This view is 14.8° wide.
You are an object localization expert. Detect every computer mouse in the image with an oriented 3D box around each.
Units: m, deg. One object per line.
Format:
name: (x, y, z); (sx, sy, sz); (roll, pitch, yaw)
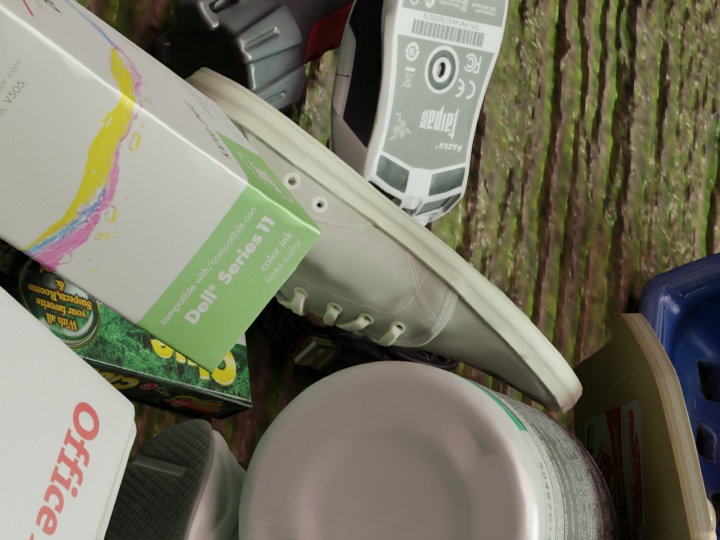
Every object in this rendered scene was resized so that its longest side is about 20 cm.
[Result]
computer mouse: (0.014, -0.053, 1.156); (0.109, 0.044, 0.202); (8, 96, -45)

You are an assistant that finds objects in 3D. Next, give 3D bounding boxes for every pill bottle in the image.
pill bottle: (0.035, 0.100, 1.050); (0.200, 0.112, 0.114); (25, 49, -71)

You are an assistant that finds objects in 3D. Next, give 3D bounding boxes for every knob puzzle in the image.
knob puzzle: (0.123, 0.116, 1.124); (0.030, 0.220, 0.221); (0, 65, -7)

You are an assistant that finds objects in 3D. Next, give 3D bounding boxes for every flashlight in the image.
flashlight: (-0.010, -0.106, 1.195); (0.068, 0.068, 0.200); (41, 38, 10)

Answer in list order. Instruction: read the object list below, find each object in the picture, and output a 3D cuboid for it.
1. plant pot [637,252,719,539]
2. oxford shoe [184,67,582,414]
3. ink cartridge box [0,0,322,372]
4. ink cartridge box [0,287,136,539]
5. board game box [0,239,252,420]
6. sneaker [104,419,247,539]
plant pot: (0.252, 0.104, 1.310); (0.180, 0.199, 0.201); (45, 40, -38)
oxford shoe: (0.000, 0.000, 1.082); (0.199, 0.075, 0.058); (36, 84, -12)
ink cartridge box: (-0.118, -0.060, 0.941); (0.200, 0.067, 0.117); (35, 9, -36)
ink cartridge box: (-0.178, 0.051, 0.867); (0.200, 0.084, 0.147); (45, 40, -28)
board game box: (-0.119, -0.013, 1.033); (0.199, 0.023, 0.106); (20, 54, -45)
sneaker: (-0.061, 0.149, 0.980); (0.080, 0.070, 0.201); (46, 40, -30)
